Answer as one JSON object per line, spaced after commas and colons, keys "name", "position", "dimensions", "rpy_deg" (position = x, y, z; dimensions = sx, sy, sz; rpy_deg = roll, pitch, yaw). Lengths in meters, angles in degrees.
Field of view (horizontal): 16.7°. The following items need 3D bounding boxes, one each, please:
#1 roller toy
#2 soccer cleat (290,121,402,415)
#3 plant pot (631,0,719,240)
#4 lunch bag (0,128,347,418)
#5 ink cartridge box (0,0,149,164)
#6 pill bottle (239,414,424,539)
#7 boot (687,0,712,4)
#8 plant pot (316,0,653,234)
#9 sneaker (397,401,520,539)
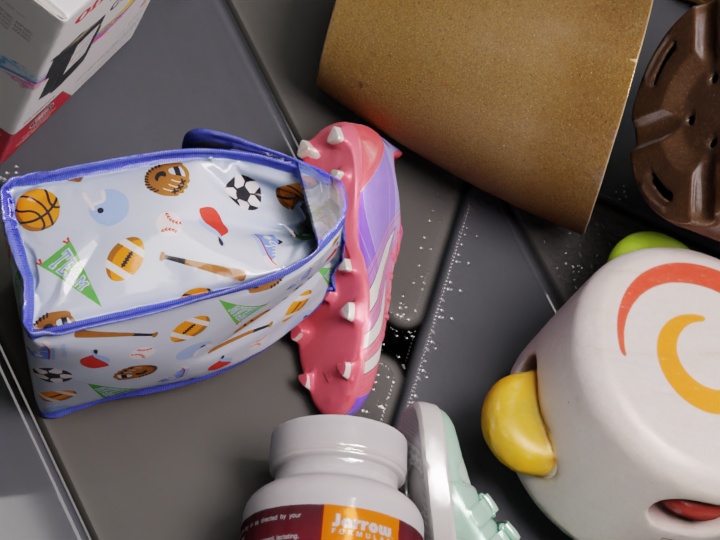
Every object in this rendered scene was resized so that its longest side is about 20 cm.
{"name": "roller toy", "position": [0.190, 0.093, 1.575], "dimensions": [0.182, 0.140, 0.200], "rpy_deg": [42, 49, 3]}
{"name": "soccer cleat", "position": [0.000, 0.000, 1.591], "dimensions": [0.076, 0.067, 0.200], "rpy_deg": [14, 66, -42]}
{"name": "plant pot", "position": [0.295, -0.081, 1.583], "dimensions": [0.198, 0.200, 0.201], "rpy_deg": [13, 63, -31]}
{"name": "lunch bag", "position": [-0.109, -0.004, 1.466], "dimensions": [0.200, 0.170, 0.124], "rpy_deg": [-11, 74, -7]}
{"name": "ink cartridge box", "position": [-0.189, -0.175, 1.511], "dimensions": [0.083, 0.200, 0.146], "rpy_deg": [41, 60, 0]}
{"name": "pill bottle", "position": [-0.020, 0.194, 1.467], "dimensions": [0.113, 0.113, 0.200], "rpy_deg": [11, 65, -16]}
{"name": "boot", "position": [0.296, -0.252, 1.803], "dimensions": [0.200, 0.073, 0.156], "rpy_deg": [29, 63, -1]}
{"name": "plant pot", "position": [0.079, -0.142, 1.627], "dimensions": [0.200, 0.186, 0.187], "rpy_deg": [17, 62, 2]}
{"name": "sneaker", "position": [0.092, 0.172, 1.534], "dimensions": [0.118, 0.074, 0.201], "rpy_deg": [-13, 87, -19]}
